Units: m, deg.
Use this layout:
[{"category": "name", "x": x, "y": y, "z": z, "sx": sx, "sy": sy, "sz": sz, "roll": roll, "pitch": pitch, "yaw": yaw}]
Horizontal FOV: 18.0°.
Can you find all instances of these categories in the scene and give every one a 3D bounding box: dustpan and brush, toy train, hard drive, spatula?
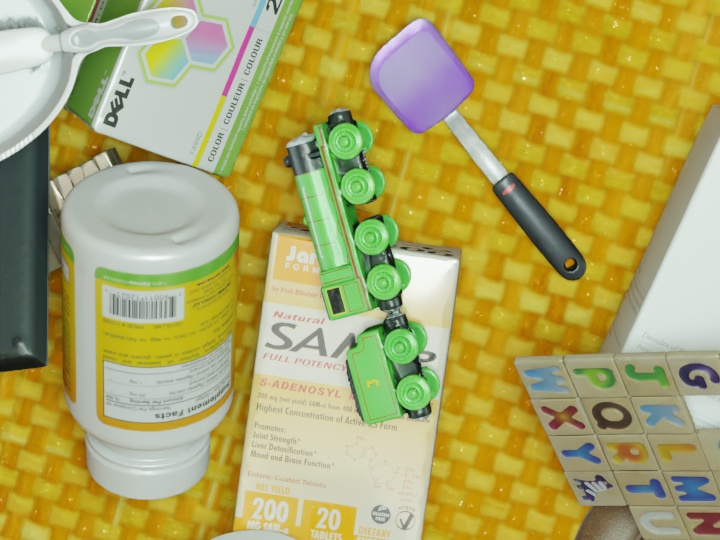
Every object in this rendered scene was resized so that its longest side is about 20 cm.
[{"category": "dustpan and brush", "x": -0.196, "y": -0.135, "z": 1.359, "sx": 0.198, "sy": 0.057, "sz": 0.141, "roll": -11, "pitch": 99, "yaw": -5}, {"category": "toy train", "x": 0.000, "y": 0.000, "z": 1.419, "sx": 0.056, "sy": 0.042, "sz": 0.202, "roll": -15, "pitch": 93, "yaw": 15}, {"category": "hard drive", "x": -0.267, "y": -0.030, "z": 1.455, "sx": 0.138, "sy": 0.033, "sz": 0.202, "roll": -7, "pitch": 71, "yaw": 15}, {"category": "spatula", "x": 0.082, "y": -0.072, "z": 1.484, "sx": 0.056, "sy": 0.021, "sz": 0.200, "roll": -38, "pitch": 94, "yaw": 6}]

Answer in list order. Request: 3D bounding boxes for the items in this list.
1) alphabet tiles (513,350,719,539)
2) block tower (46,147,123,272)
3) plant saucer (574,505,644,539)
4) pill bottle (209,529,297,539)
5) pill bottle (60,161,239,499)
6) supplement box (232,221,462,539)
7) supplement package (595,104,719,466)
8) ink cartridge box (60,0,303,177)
[{"category": "alphabet tiles", "x": 0.201, "y": 0.122, "z": 1.403, "sx": 0.166, "sy": 0.008, "sz": 0.201, "roll": -3, "pitch": 132, "yaw": 29}, {"category": "block tower", "x": -0.238, "y": -0.011, "z": 1.497, "sx": 0.199, "sy": 0.054, "sz": 0.058, "roll": -26, "pitch": 95, "yaw": 7}, {"category": "plant saucer", "x": 0.236, "y": 0.215, "z": 1.506, "sx": 0.199, "sy": 0.037, "sz": 0.202, "roll": 0, "pitch": 97, "yaw": 4}, {"category": "pill bottle", "x": -0.070, "y": 0.274, "z": 1.468, "sx": 0.112, "sy": 0.113, "sz": 0.202, "roll": 2, "pitch": 117, "yaw": 3}, {"category": "pill bottle", "x": -0.134, "y": 0.042, "z": 1.444, "sx": 0.110, "sy": 0.111, "sz": 0.201, "roll": 6, "pitch": 124, "yaw": 3}, {"category": "supplement box", "x": -0.008, "y": 0.077, "z": 1.484, "sx": 0.125, "sy": 0.074, "sz": 0.202, "roll": 7, "pitch": 97, "yaw": 2}, {"category": "supplement package", "x": 0.238, "y": 0.010, "z": 1.437, "sx": 0.117, "sy": 0.117, "sz": 0.201, "roll": 24, "pitch": 99, "yaw": 1}, {"category": "ink cartridge box", "x": -0.152, "y": -0.162, "z": 1.416, "sx": 0.199, "sy": 0.076, "sz": 0.149, "roll": 18, "pitch": 100, "yaw": -32}]
